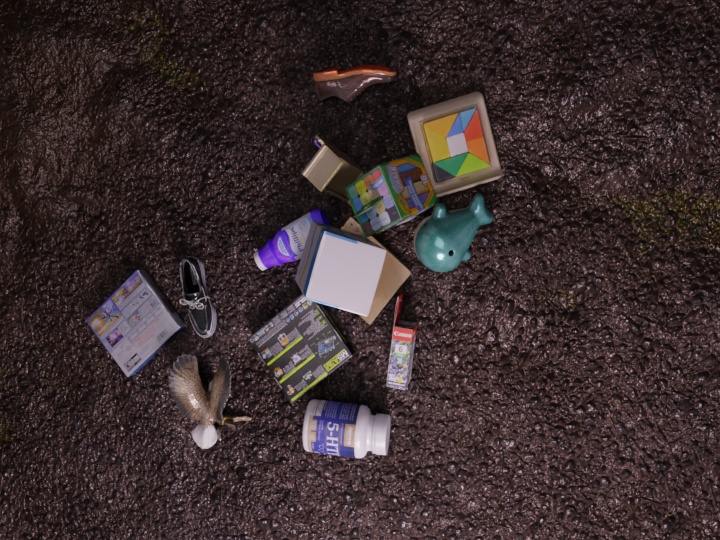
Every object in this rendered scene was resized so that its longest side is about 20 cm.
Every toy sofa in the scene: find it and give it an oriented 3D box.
[{"bbox_3d":[-0.057,-0.219,1.475,0.098,0.199,0.083,44,101,19],"label":"toy sofa"}]

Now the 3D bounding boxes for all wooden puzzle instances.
[{"bbox_3d":[0.214,-0.285,1.488,0.179,0.037,0.206,-16,90,0],"label":"wooden puzzle"}]

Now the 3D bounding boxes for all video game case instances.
[{"bbox_3d":[-0.570,0.133,1.672,0.199,0.045,0.183,-40,87,10],"label":"video game case"}]

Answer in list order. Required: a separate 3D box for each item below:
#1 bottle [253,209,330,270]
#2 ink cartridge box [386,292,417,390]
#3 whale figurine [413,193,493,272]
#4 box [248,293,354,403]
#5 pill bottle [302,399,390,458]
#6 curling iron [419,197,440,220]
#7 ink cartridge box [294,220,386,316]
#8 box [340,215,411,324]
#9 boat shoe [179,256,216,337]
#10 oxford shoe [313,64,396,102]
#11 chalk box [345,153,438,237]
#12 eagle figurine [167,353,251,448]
[{"bbox_3d":[-0.163,-0.067,1.573,0.196,0.065,0.085,-27,89,11],"label":"bottle"},{"bbox_3d":[0.101,0.159,1.516,0.049,0.109,0.207,8,95,9],"label":"ink cartridge box"},{"bbox_3d":[0.214,-0.081,1.473,0.197,0.104,0.161,-34,117,1],"label":"whale figurine"},{"bbox_3d":[-0.144,0.182,1.597,0.198,0.047,0.195,-38,89,10],"label":"box"},{"bbox_3d":[-0.030,0.375,1.550,0.193,0.120,0.124,4,94,10],"label":"pill bottle"},{"bbox_3d":[0.176,-0.209,1.520,0.048,0.026,0.206,18,96,6],"label":"curling iron"},{"bbox_3d":[-0.049,-0.009,1.446,0.142,0.200,0.151,16,96,-15],"label":"ink cartridge box"},{"bbox_3d":[0.000,0.000,1.569,0.199,0.021,0.165,41,100,5],"label":"box"},{"bbox_3d":[-0.406,0.068,1.625,0.071,0.068,0.207,-6,93,11],"label":"boat shoe"},{"bbox_3d":[-0.011,-0.434,1.529,0.193,0.072,0.075,0,113,15],"label":"oxford shoe"},{"bbox_3d":[0.056,-0.160,1.443,0.123,0.198,0.127,-24,89,42],"label":"chalk box"},{"bbox_3d":[-0.370,0.307,1.596,0.149,0.204,0.151,-29,44,-20],"label":"eagle figurine"}]
